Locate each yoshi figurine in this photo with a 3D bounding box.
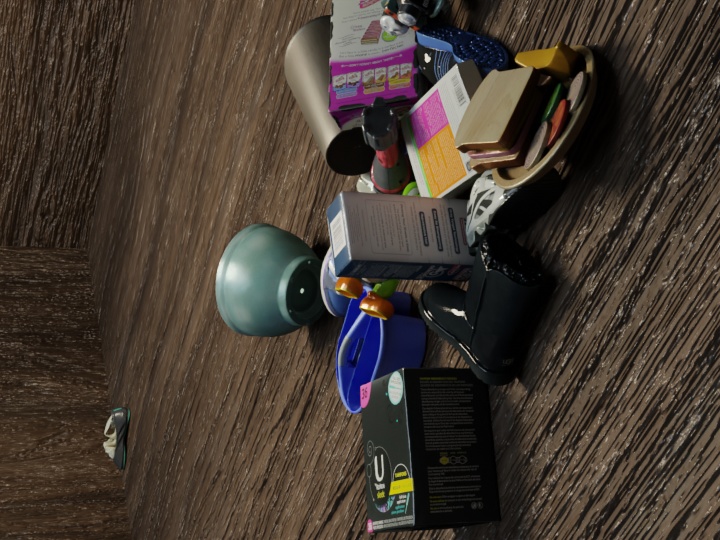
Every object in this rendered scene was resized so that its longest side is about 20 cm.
[{"bbox_3d":[0.054,-0.037,1.703,0.201,0.111,0.113,-60,-21,-13],"label":"yoshi figurine"}]

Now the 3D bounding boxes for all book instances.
[{"bbox_3d":[0.119,-0.176,1.593,0.135,0.048,0.200,70,158,6],"label":"book"}]

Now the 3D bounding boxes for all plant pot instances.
[{"bbox_3d":[-0.136,0.027,2.108,0.133,0.199,0.203,13,101,39],"label":"plant pot"}]

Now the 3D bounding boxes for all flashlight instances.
[{"bbox_3d":[0.036,-0.165,1.724,0.068,0.068,0.200,43,172,18],"label":"flashlight"}]

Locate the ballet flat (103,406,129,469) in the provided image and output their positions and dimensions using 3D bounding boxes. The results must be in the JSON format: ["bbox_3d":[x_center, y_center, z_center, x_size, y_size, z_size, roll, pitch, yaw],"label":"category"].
[{"bbox_3d":[-0.734,0.502,3.619,0.073,0.072,0.203,-138,53,-61],"label":"ballet flat"}]

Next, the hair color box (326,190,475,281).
[{"bbox_3d":[0.060,-0.043,1.596,0.061,0.198,0.101,134,133,-57],"label":"hair color box"}]

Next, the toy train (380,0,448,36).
[{"bbox_3d":[0.086,-0.416,1.663,0.114,0.085,0.202,-23,44,66],"label":"toy train"}]

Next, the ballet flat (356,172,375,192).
[{"bbox_3d":[0.018,-0.145,1.877,0.201,0.064,0.071,-115,32,-47],"label":"ballet flat"}]

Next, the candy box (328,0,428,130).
[{"bbox_3d":[0.027,-0.310,1.742,0.061,0.135,0.202,51,-144,-60],"label":"candy box"}]

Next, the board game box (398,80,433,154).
[{"bbox_3d":[0.064,-0.261,1.805,0.200,0.038,0.160,162,108,-65],"label":"board game box"}]

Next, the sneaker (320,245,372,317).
[{"bbox_3d":[0.000,0.000,1.888,0.146,0.080,0.202,-133,53,-62],"label":"sneaker"}]

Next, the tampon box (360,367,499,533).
[{"bbox_3d":[0.087,0.239,1.606,0.150,0.125,0.203,147,122,-62],"label":"tampon box"}]

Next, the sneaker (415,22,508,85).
[{"bbox_3d":[0.138,-0.270,1.615,0.200,0.069,0.079,-135,31,-55],"label":"sneaker"}]

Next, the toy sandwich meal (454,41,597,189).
[{"bbox_3d":[0.190,-0.185,1.388,0.206,0.070,0.206,-51,21,29],"label":"toy sandwich meal"}]

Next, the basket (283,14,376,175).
[{"bbox_3d":[-0.028,-0.256,1.849,0.181,0.134,0.201,89,163,-52],"label":"basket"}]

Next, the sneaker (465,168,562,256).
[{"bbox_3d":[0.176,-0.096,1.485,0.200,0.073,0.090,135,130,-58],"label":"sneaker"}]

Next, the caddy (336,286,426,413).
[{"bbox_3d":[0.017,0.119,1.806,0.142,0.104,0.202,-119,38,-49],"label":"caddy"}]

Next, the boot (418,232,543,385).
[{"bbox_3d":[0.152,0.023,1.525,0.200,0.076,0.170,51,138,47],"label":"boot"}]
